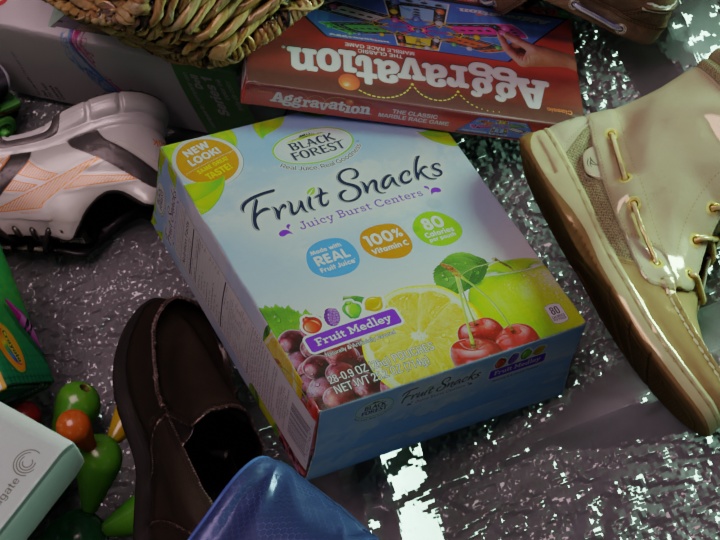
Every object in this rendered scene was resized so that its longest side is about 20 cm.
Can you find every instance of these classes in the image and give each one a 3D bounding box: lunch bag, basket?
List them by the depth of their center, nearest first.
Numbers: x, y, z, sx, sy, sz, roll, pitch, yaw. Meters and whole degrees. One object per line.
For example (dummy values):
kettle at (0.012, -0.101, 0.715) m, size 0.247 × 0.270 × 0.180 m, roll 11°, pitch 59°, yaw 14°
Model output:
lunch bag at (-0.024, 0.192, 1.024) m, size 0.132 × 0.200 × 0.136 m, roll 33°, pitch 74°, yaw 20°
basket at (-0.103, -0.199, 1.235) m, size 0.200 × 0.148 × 0.144 m, roll 43°, pitch 110°, yaw 43°

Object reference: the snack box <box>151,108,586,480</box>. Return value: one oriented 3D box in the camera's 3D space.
snack box at (0.000, 0.000, 1.171) m, size 0.167 × 0.068 × 0.201 m, roll -17°, pitch 52°, yaw -25°

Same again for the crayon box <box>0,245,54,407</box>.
crayon box at (-0.288, 0.053, 1.222) m, size 0.199 × 0.058 × 0.120 m, roll -26°, pitch 80°, yaw 18°

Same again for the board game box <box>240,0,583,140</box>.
board game box at (0.029, -0.125, 1.235) m, size 0.198 × 0.020 × 0.104 m, roll 7°, pitch 48°, yaw -11°

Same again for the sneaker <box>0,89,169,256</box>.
sneaker at (-0.205, -0.041, 1.293) m, size 0.198 × 0.074 × 0.081 m, roll -20°, pitch 69°, yaw 11°

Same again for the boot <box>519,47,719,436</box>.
boot at (0.194, -0.023, 1.160) m, size 0.154 × 0.073 × 0.201 m, roll -26°, pitch 60°, yaw -4°

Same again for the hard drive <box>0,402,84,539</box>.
hard drive at (-0.261, 0.104, 1.118) m, size 0.199 × 0.027 × 0.132 m, roll 25°, pitch 64°, yaw 27°

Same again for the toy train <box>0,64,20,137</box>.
toy train at (-0.293, -0.078, 1.306) m, size 0.199 × 0.057 × 0.042 m, roll -29°, pitch 53°, yaw -35°

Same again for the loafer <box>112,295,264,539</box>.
loafer at (-0.081, 0.089, 1.133) m, size 0.071 × 0.073 × 0.201 m, roll -38°, pitch 44°, yaw 28°

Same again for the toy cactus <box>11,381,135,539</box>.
toy cactus at (-0.177, 0.158, 1.167) m, size 0.164 × 0.102 × 0.202 m, roll -22°, pitch 65°, yaw 16°

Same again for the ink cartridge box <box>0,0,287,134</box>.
ink cartridge box at (-0.126, -0.176, 1.337) m, size 0.198 × 0.084 × 0.146 m, roll 13°, pitch 66°, yaw 24°

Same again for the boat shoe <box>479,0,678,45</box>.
boat shoe at (0.094, -0.187, 1.246) m, size 0.199 × 0.073 × 0.072 m, roll 27°, pitch 34°, yaw 24°
